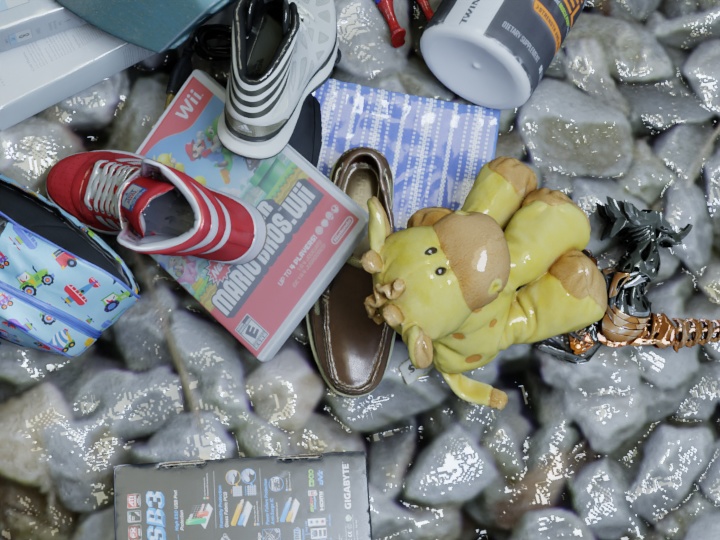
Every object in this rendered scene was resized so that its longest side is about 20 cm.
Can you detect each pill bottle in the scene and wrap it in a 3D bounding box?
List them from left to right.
[{"bbox_3d":[0.140,-0.243,1.178,0.106,0.106,0.200,30,70,4],"label":"pill bottle"}]

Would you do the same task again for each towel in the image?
[{"bbox_3d":[0.014,-0.088,1.174,0.199,0.024,0.145,10,76,-2],"label":"towel"}]

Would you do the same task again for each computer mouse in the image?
[{"bbox_3d":[-0.095,-0.116,1.139,0.140,0.046,0.201,8,78,-1],"label":"computer mouse"}]

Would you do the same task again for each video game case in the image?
[{"bbox_3d":[-0.102,-0.045,1.105,0.200,0.017,0.143,42,102,20],"label":"video game case"}]

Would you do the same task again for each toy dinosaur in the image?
[{"bbox_3d":[0.210,0.016,1.142,0.199,0.102,0.136,17,89,-18],"label":"toy dinosaur"}]

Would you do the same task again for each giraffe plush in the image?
[{"bbox_3d":[0.070,0.004,1.049,0.173,0.162,0.200,43,99,28],"label":"giraffe plush"}]

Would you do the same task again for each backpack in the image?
[{"bbox_3d":[-0.273,0.002,1.055,0.200,0.183,0.135,31,83,-8],"label":"backpack"}]

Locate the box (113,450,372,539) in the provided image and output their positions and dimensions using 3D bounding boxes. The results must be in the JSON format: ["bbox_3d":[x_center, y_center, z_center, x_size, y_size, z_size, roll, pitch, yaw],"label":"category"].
[{"bbox_3d":[-0.087,0.244,1.066,0.198,0.050,0.201,-4,76,-5],"label":"box"}]

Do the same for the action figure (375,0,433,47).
[{"bbox_3d":[0.018,-0.305,1.196,0.065,0.099,0.200,-20,75,-11],"label":"action figure"}]

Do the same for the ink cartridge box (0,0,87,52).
[{"bbox_3d":[-0.237,-0.286,1.143,0.200,0.047,0.160,-22,78,-11],"label":"ink cartridge box"}]

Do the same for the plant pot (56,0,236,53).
[{"bbox_3d":[-0.155,-0.287,1.063,0.196,0.196,0.200,-42,101,-30],"label":"plant pot"}]

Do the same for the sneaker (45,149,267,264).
[{"bbox_3d":[-0.180,-0.056,1.067,0.199,0.112,0.071,16,91,23],"label":"sneaker"}]

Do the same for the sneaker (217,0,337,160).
[{"bbox_3d":[-0.054,-0.191,1.081,0.075,0.116,0.201,16,51,0],"label":"sneaker"}]

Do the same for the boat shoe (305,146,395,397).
[{"bbox_3d":[-0.006,0.000,1.112,0.074,0.075,0.203,0,84,-4],"label":"boat shoe"}]

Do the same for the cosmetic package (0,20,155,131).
[{"bbox_3d":[-0.286,-0.240,1.175,0.151,0.052,0.200,-28,79,-15],"label":"cosmetic package"}]
